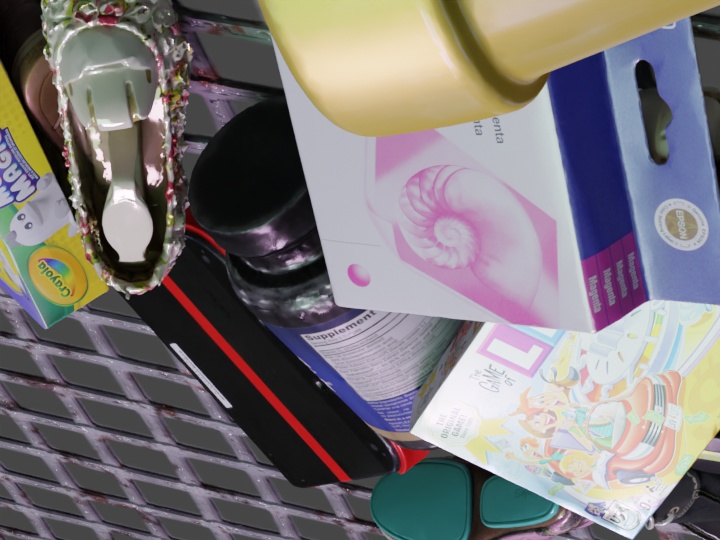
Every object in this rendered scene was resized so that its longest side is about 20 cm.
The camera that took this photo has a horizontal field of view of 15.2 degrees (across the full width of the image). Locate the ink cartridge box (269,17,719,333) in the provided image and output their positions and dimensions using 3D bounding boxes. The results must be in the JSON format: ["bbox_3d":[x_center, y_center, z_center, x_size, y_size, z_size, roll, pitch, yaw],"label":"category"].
[{"bbox_3d":[0.058,-0.067,1.211,0.200,0.043,0.197,5,121,34],"label":"ink cartridge box"}]

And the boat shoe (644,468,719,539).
[{"bbox_3d":[0.161,0.123,1.578,0.200,0.068,0.072,32,151,-25],"label":"boat shoe"}]

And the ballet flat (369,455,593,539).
[{"bbox_3d":[0.090,0.149,1.699,0.071,0.069,0.200,15,162,-36],"label":"ballet flat"}]

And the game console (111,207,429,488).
[{"bbox_3d":[-0.058,0.046,1.573,0.200,0.031,0.177,49,157,-11],"label":"game console"}]

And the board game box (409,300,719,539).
[{"bbox_3d":[0.130,0.032,1.343,0.134,0.034,0.200,26,123,-10],"label":"board game box"}]

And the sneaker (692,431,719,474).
[{"bbox_3d":[0.154,0.079,1.488,0.200,0.072,0.083,17,156,9],"label":"sneaker"}]

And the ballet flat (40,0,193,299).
[{"bbox_3d":[-0.117,-0.072,1.338,0.076,0.064,0.200,-7,126,2],"label":"ballet flat"}]

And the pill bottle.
[{"bbox_3d":[0.000,0.000,1.407,0.112,0.112,0.200,0,147,38],"label":"pill bottle"}]

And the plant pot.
[{"bbox_3d":[0.071,-0.160,0.961,0.189,0.201,0.201,-9,144,21],"label":"plant pot"}]

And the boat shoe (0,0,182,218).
[{"bbox_3d":[-0.153,-0.078,1.441,0.072,0.072,0.200,45,169,31],"label":"boat shoe"}]

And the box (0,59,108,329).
[{"bbox_3d":[-0.206,-0.075,1.401,0.117,0.048,0.200,38,154,49],"label":"box"}]

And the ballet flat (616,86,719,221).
[{"bbox_3d":[0.176,-0.055,1.216,0.200,0.067,0.070,9,153,11],"label":"ballet flat"}]
